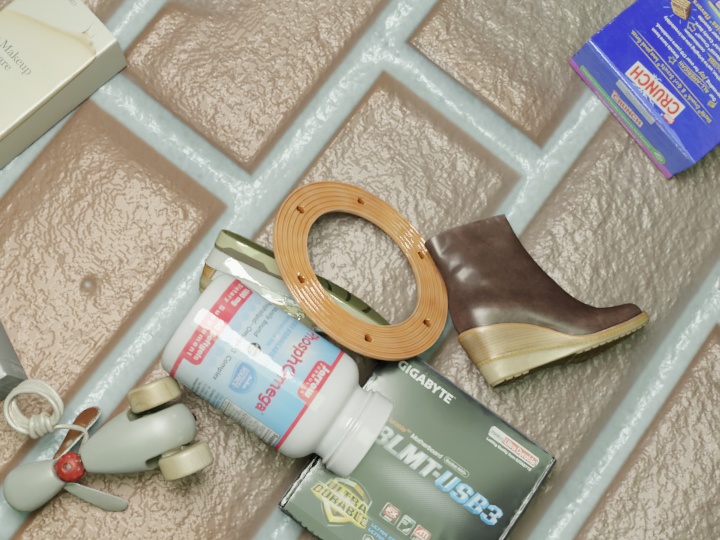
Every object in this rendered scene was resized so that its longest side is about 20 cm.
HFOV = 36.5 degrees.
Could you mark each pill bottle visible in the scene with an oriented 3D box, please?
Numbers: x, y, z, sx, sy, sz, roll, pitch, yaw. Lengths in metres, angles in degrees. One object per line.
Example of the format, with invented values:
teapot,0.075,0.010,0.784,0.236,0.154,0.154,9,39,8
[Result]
pill bottle,-0.073,0.099,0.996,0.200,0.109,0.109,34,79,0

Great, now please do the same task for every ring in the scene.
ring,0.000,0.000,1.055,0.200,0.019,0.201,23,46,-26

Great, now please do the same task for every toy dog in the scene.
toy dog,-0.231,0.165,1.034,0.199,0.096,0.133,-2,87,8

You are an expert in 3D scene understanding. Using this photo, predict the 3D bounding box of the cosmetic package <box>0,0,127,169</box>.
cosmetic package,-0.344,-0.189,1.085,0.200,0.073,0.104,-44,86,-10

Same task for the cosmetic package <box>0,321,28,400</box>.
cosmetic package,-0.397,0.035,1.023,0.090,0.107,0.200,-30,85,-9

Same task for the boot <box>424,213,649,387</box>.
boot,0.178,0.014,1.094,0.199,0.072,0.167,-15,72,-19

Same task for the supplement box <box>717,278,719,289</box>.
supplement box,0.486,-0.018,1.123,0.199,0.074,0.127,16,78,-1

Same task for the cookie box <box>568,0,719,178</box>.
cookie box,0.353,-0.226,1.148,0.200,0.075,0.171,-38,85,-10

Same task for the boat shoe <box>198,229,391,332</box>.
boat shoe,-0.063,0.035,1.074,0.199,0.075,0.069,28,96,0

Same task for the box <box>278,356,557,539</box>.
box,0.055,0.206,1.060,0.200,0.050,0.199,37,80,2
